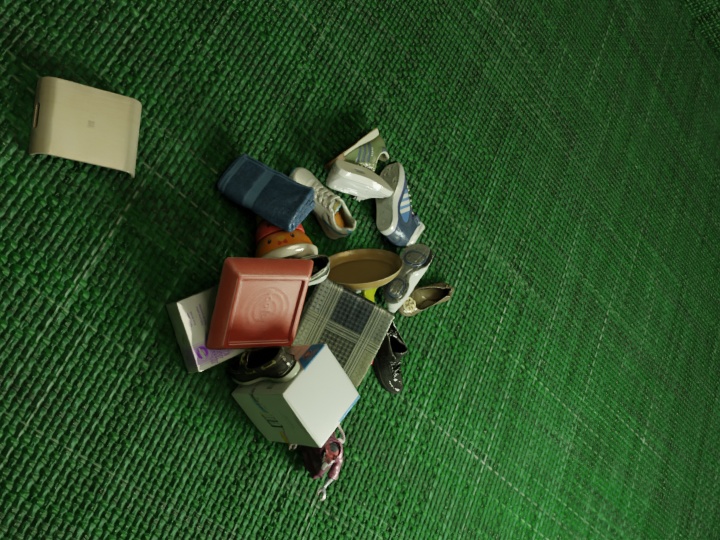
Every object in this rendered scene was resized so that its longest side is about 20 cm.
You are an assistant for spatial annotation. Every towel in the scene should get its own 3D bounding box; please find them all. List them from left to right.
[{"bbox_3d":[-0.199,-0.166,1.630,0.197,0.049,0.112,29,60,13],"label":"towel"},{"bbox_3d":[-0.046,0.135,1.690,0.189,0.035,0.203,26,109,-5],"label":"towel"}]

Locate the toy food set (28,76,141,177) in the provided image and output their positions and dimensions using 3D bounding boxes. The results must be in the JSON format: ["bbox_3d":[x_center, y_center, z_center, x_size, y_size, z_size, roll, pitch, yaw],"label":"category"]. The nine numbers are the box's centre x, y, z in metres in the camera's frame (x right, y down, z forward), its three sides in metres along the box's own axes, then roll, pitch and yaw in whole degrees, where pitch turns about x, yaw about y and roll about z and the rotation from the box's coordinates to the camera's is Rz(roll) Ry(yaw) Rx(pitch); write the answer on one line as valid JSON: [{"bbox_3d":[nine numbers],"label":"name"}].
[{"bbox_3d":[-0.516,-0.267,1.458,0.196,0.060,0.147,10,78,-30],"label":"toy food set"}]

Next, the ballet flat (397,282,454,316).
[{"bbox_3d":[0.171,0.069,1.970,0.197,0.046,0.069,-13,91,-40],"label":"ballet flat"}]

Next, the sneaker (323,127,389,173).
[{"bbox_3d":[0.001,-0.265,1.866,0.200,0.067,0.091,-42,104,-39],"label":"sneaker"}]

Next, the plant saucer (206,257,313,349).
[{"bbox_3d":[-0.192,0.074,1.530,0.196,0.037,0.204,0,117,-35],"label":"plant saucer"}]

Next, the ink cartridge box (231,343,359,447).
[{"bbox_3d":[-0.136,0.256,1.593,0.148,0.198,0.146,-48,114,-33],"label":"ink cartridge box"}]

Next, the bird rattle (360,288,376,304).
[{"bbox_3d":[-0.029,0.116,1.761,0.159,0.203,0.113,17,29,-6],"label":"bird rattle"}]

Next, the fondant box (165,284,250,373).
[{"bbox_3d":[-0.284,0.105,1.586,0.198,0.058,0.148,-22,97,-38],"label":"fondant box"}]

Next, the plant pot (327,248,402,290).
[{"bbox_3d":[0.000,0.000,1.755,0.198,0.198,0.028,-25,119,-38],"label":"plant pot"}]

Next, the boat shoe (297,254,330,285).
[{"bbox_3d":[-0.155,0.013,1.592,0.196,0.064,0.072,-23,77,-17],"label":"boat shoe"}]

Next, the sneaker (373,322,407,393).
[{"bbox_3d":[0.074,0.205,1.833,0.060,0.103,0.203,-34,104,-37],"label":"sneaker"}]

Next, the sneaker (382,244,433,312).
[{"bbox_3d":[0.112,0.016,1.901,0.074,0.088,0.201,32,62,15],"label":"sneaker"}]

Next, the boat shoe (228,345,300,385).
[{"bbox_3d":[-0.204,0.184,1.545,0.061,0.198,0.072,54,49,-25],"label":"boat shoe"}]

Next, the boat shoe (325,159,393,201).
[{"bbox_3d":[-0.003,-0.199,1.819,0.198,0.069,0.072,8,37,-52],"label":"boat shoe"}]

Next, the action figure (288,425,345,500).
[{"bbox_3d":[-0.066,0.387,1.628,0.147,0.200,0.136,-27,88,-20],"label":"action figure"}]

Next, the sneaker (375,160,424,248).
[{"bbox_3d":[0.106,-0.155,1.941,0.146,0.079,0.205,31,57,-46],"label":"sneaker"}]

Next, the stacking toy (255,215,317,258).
[{"bbox_3d":[-0.185,-0.098,1.675,0.144,0.146,0.204,-5,68,-39],"label":"stacking toy"}]

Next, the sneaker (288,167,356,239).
[{"bbox_3d":[-0.086,-0.162,1.773,0.200,0.080,0.077,48,59,-22],"label":"sneaker"}]
